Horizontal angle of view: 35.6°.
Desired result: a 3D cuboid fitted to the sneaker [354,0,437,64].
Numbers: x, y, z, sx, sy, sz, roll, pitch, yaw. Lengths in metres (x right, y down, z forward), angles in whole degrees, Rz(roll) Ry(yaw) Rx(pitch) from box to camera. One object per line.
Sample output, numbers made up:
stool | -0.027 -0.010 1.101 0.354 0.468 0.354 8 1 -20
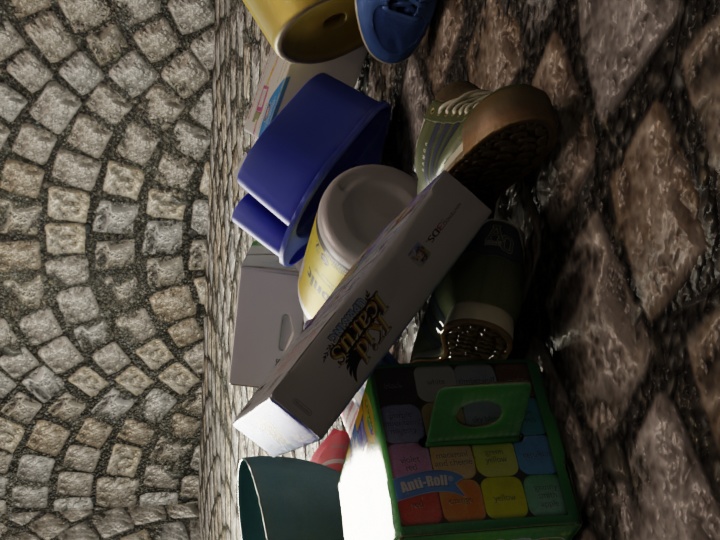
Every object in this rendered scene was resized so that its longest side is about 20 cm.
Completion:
sneaker | 0.040 -0.250 0.931 0.112 0.076 0.202 -93 15 -55

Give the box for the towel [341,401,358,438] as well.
towel | 0.006 0.152 1.206 0.201 0.029 0.148 -112 24 -61

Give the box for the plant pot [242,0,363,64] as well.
plant pot | -0.057 -0.328 1.155 0.201 0.198 0.191 119 132 -65

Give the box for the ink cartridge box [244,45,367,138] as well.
ink cartridge box | -0.071 -0.214 1.335 0.200 0.084 0.146 -139 69 -75

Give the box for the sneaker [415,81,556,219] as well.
sneaker | 0.074 -0.094 0.774 0.200 0.066 0.091 114 147 -68

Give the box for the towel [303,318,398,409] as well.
towel | 0.019 0.105 0.966 0.148 0.024 0.200 54 167 -11

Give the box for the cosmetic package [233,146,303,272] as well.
cosmetic package | -0.059 -0.047 1.224 0.201 0.050 0.083 56 162 0

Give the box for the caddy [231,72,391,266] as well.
caddy | -0.039 -0.097 1.109 0.201 0.104 0.142 -53 -9 -31

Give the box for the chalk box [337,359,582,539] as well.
chalk box | 0.063 0.142 0.746 0.201 0.123 0.125 104 161 -51

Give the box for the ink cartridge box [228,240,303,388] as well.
ink cartridge box | -0.108 0.050 1.379 0.200 0.083 0.148 -97 13 -81

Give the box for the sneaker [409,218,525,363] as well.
sneaker | 0.082 0.026 0.815 0.200 0.066 0.091 107 177 -72

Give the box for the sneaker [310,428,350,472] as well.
sneaker | -0.037 0.268 1.365 0.201 0.073 0.088 111 167 -47

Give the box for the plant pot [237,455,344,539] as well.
plant pot | -0.050 0.293 1.211 0.200 0.133 0.203 173 90 -74

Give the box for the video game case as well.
video game case | -0.006 0.038 0.763 0.182 0.045 0.200 -53 3 -17

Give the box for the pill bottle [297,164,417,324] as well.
pill bottle | 0.000 0.000 1.051 0.201 0.110 0.113 110 156 -59
